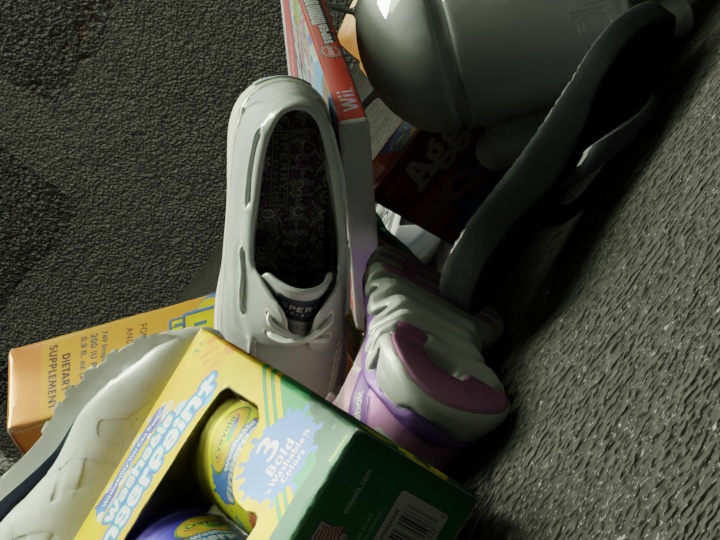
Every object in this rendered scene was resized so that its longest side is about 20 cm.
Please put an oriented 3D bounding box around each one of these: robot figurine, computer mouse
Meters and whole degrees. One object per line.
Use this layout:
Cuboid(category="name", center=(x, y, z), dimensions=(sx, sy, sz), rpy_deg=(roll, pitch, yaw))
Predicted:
Cuboid(category="robot figurine", center=(0.083, -0.144, 1.002), dimensions=(0.199, 0.170, 0.113), rpy_deg=(-14, 11, 6))
Cuboid(category="computer mouse", center=(0.028, -0.006, 1.213), dimensions=(0.110, 0.044, 0.200), rpy_deg=(-54, 12, 40))

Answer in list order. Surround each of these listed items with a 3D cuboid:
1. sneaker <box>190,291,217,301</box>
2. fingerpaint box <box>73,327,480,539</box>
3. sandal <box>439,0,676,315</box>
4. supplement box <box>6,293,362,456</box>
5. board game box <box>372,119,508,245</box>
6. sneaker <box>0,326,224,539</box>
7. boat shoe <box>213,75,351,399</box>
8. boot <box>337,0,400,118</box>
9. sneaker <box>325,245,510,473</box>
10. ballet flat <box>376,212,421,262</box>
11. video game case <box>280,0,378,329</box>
Cuboid(category="sneaker", center=(-0.084, 0.089, 1.079), dimensions=(0.200, 0.084, 0.075), rpy_deg=(-116, 14, -53))
Cuboid(category="fingerpaint box", center=(-0.064, 0.142, 0.756), dimensions=(0.200, 0.073, 0.167), rpy_deg=(-59, 29, -3))
Cuboid(category="sandal", center=(0.110, -0.052, 0.907), dimensions=(0.200, 0.043, 0.076), rpy_deg=(-54, -17, -21))
Cuboid(category="supplement box", center=(-0.098, 0.060, 1.016), dimensions=(0.199, 0.069, 0.067), rpy_deg=(-15, 47, 6))
Cuboid(category="board game box", center=(0.090, -0.111, 1.107), dimensions=(0.200, 0.103, 0.019), rpy_deg=(-53, 46, 10))
Cuboid(category="sneaker", center=(-0.120, 0.107, 0.875), dimensions=(0.076, 0.081, 0.200), rpy_deg=(6, -46, -46))
Cuboid(category="boat shoe", center=(-0.034, 0.004, 0.899), dimensions=(0.069, 0.072, 0.201), rpy_deg=(-125, 39, -72))
Cuboid(category="boot", center=(0.084, -0.184, 1.176), dimensions=(0.200, 0.074, 0.155), rpy_deg=(-46, 53, 1))
Cuboid(category="sneaker", center=(0.020, 0.055, 0.884), dimensions=(0.089, 0.080, 0.200), rpy_deg=(-60, 7, 18))
Cuboid(category="ballet flat", center=(0.000, 0.000, 1.086), dimensions=(0.065, 0.071, 0.200), rpy_deg=(-35, 27, -2))
Cuboid(category="video game case", center=(-0.019, -0.084, 1.003), dimensions=(0.200, 0.017, 0.143), rpy_deg=(-108, 10, -48))
